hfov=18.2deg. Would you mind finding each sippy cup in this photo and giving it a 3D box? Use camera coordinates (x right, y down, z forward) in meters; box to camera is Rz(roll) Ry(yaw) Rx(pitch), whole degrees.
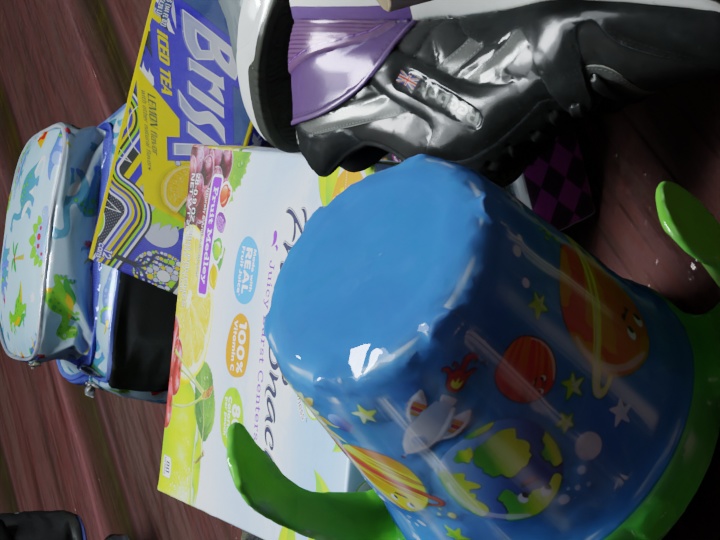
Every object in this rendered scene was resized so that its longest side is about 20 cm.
[{"bbox_3d":[0.039,0.032,0.802,0.178,0.130,0.140,-52,37,-7],"label":"sippy cup"}]

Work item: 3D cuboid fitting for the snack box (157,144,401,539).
[{"bbox_3d":[-0.019,0.032,0.987,0.200,0.068,0.169,9,94,62],"label":"snack box"}]

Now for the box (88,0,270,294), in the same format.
[{"bbox_3d":[-0.080,-0.083,1.153,0.064,0.070,0.200,-61,-7,-51],"label":"box"}]

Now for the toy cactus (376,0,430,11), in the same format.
[{"bbox_3d":[0.075,-0.143,0.768,0.200,0.165,0.102,52,166,56],"label":"toy cactus"}]

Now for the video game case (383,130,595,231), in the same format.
[{"bbox_3d":[0.021,-0.125,0.963,0.181,0.036,0.200,25,134,62],"label":"video game case"}]

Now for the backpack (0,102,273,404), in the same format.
[{"bbox_3d":[-0.147,-0.010,1.389,0.200,0.147,0.183,160,115,-74],"label":"backpack"}]

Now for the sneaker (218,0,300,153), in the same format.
[{"bbox_3d":[-0.050,-0.156,0.928,0.121,0.084,0.200,39,138,43],"label":"sneaker"}]

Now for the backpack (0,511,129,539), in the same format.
[{"bbox_3d":[-0.234,0.273,1.564,0.200,0.147,0.183,137,132,-58],"label":"backpack"}]

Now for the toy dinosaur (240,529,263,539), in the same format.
[{"bbox_3d":[-0.020,0.162,0.958,0.200,0.047,0.088,9,88,62],"label":"toy dinosaur"}]

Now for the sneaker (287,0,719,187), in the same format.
[{"bbox_3d":[0.062,-0.066,0.833,0.200,0.076,0.088,5,94,35],"label":"sneaker"}]
